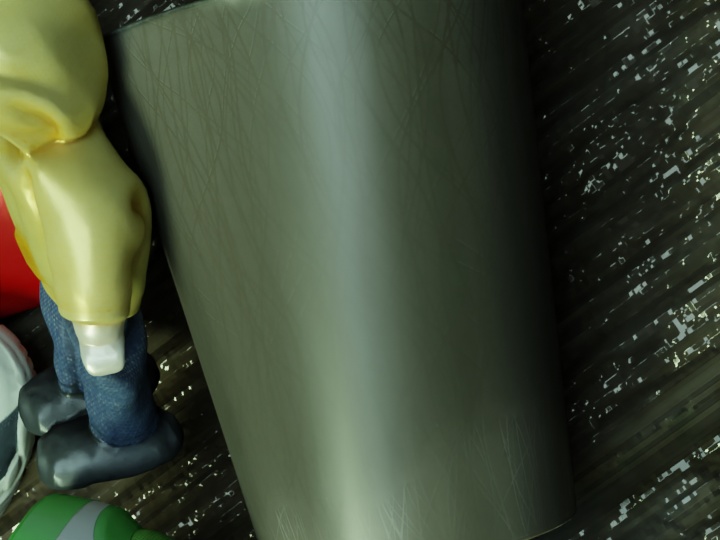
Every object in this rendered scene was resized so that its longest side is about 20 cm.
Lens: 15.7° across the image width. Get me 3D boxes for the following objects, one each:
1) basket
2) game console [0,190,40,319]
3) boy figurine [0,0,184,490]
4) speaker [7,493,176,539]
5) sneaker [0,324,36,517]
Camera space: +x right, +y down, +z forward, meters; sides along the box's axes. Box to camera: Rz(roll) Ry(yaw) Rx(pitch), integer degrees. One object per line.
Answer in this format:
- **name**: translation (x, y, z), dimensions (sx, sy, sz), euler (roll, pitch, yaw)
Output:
- **basket**: translation (0.000, 0.000, 0.917), dimensions (0.180, 0.136, 0.201), euler (-9, 93, 53)
- **game console**: translation (-0.195, -0.068, 1.054), dimensions (0.199, 0.119, 0.173), euler (-17, 115, 21)
- **boy figurine**: translation (-0.106, -0.014, 0.920), dimensions (0.064, 0.201, 0.125), euler (-17, 41, -8)
- **speaker**: translation (-0.037, 0.153, 0.919), dimensions (0.199, 0.088, 0.089), euler (25, 99, 9)
- **sneaker**: translation (-0.210, 0.104, 0.995), dimensions (0.199, 0.130, 0.080), euler (-40, 89, 17)
